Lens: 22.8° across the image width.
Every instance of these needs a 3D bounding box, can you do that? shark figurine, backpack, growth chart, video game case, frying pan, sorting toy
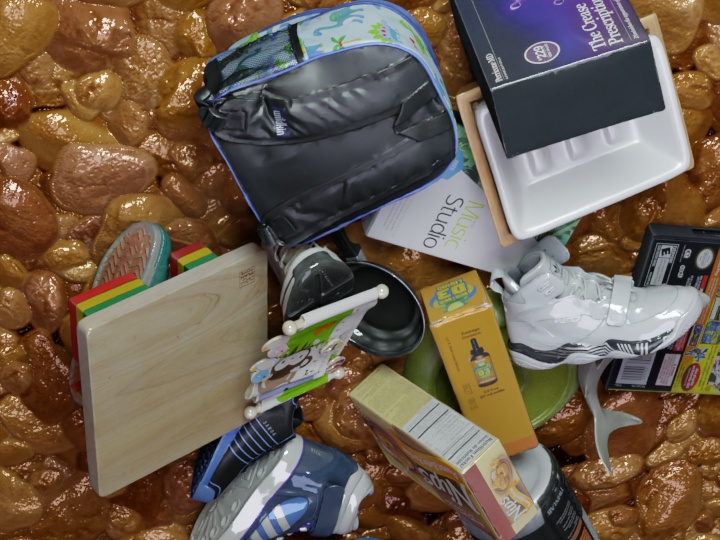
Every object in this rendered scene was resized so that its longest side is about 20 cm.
[{"bbox_3d":[0.252,0.094,1.816,0.127,0.090,0.216,24,123,4],"label":"shark figurine"},{"bbox_3d":[-0.023,-0.144,1.575,0.198,0.148,0.184,-20,126,9],"label":"backpack"},{"bbox_3d":[-0.049,0.078,1.697,0.144,0.018,0.200,-25,160,-30],"label":"growth chart"},{"bbox_3d":[0.359,0.044,1.858,0.179,0.026,0.201,4,124,-12],"label":"video game case"},{"bbox_3d":[-0.010,0.007,1.754,0.115,0.031,0.190,-30,105,43],"label":"frying pan"},{"bbox_3d":[-0.186,0.081,1.681,0.199,0.069,0.200,-26,134,-32],"label":"sorting toy"}]

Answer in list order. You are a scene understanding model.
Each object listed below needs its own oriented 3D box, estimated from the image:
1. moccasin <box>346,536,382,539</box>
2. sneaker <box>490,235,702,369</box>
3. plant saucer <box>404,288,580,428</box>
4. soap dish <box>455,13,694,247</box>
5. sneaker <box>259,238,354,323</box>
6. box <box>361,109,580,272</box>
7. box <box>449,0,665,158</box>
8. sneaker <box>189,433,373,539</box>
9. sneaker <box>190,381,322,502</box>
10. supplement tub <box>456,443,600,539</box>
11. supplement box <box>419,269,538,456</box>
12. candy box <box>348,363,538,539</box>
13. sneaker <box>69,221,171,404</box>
[{"bbox_3d":[-0.025,0.329,1.962,0.199,0.081,0.068,16,148,-38],"label":"moccasin"},{"bbox_3d":[0.223,0.026,1.727,0.198,0.075,0.115,-13,124,21],"label":"sneaker"},{"bbox_3d":[0.145,0.108,1.863,0.198,0.031,0.201,-5,127,-6],"label":"plant saucer"},{"bbox_3d":[0.193,-0.132,1.637,0.199,0.081,0.158,-22,116,-5],"label":"soap dish"},{"bbox_3d":[-0.064,-0.006,1.667,0.075,0.116,0.201,-31,165,-8],"label":"sneaker"},{"bbox_3d":[0.119,-0.071,1.724,0.198,0.036,0.145,15,122,-22],"label":"box"},{"bbox_3d":[0.163,-0.197,1.535,0.140,0.201,0.079,-19,128,3],"label":"box"},{"bbox_3d":[-0.075,0.269,1.909,0.146,0.081,0.200,30,113,-26],"label":"sneaker"},{"bbox_3d":[-0.109,0.168,1.836,0.077,0.070,0.201,21,119,-16],"label":"sneaker"},{"bbox_3d":[0.190,0.289,1.946,0.122,0.123,0.201,-24,126,8],"label":"supplement tub"},{"bbox_3d":[0.120,0.099,1.793,0.066,0.069,0.201,-19,128,3],"label":"supplement box"},{"bbox_3d":[0.082,0.183,1.801,0.055,0.200,0.116,-42,128,-15],"label":"candy box"},{"bbox_3d":[-0.216,0.042,1.734,0.079,0.071,0.201,3,121,-41],"label":"sneaker"}]
